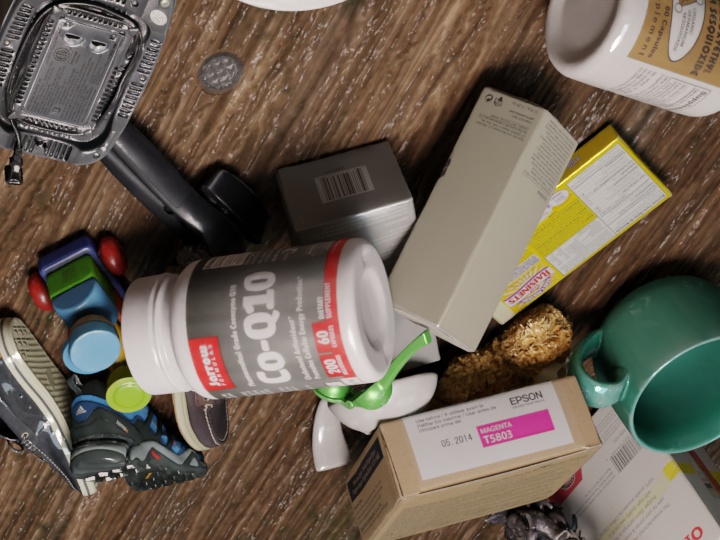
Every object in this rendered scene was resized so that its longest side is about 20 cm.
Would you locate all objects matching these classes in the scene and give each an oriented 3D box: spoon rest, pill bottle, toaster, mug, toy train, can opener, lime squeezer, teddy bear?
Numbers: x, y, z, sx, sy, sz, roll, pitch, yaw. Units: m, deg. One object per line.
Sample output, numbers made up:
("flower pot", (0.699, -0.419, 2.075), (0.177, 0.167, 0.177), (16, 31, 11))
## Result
("spoon rest", (0.001, 0.127, 1.574), (0.099, 0.061, 0.200), (-12, 163, -28))
("pill bottle", (-0.082, 0.042, 1.372), (0.198, 0.115, 0.114), (-8, 136, 18))
("toaster", (-0.213, -0.171, 1.232), (0.113, 0.130, 0.201), (12, 124, -27))
("mug", (0.286, 0.074, 1.623), (0.152, 0.115, 0.185), (-45, 134, 16))
("pill bottle", (0.259, -0.187, 1.396), (0.199, 0.115, 0.115), (13, 124, -29))
("toy train", (-0.199, 0.075, 1.458), (0.084, 0.116, 0.201), (-26, 133, 4))
("can opener", (-0.158, -0.066, 1.401), (0.063, 0.079, 0.200), (-7, 144, 43))
("lime squeezer", (-0.016, 0.087, 1.461), (0.199, 0.038, 0.071), (-2, 131, 39))
("teddy bear", (0.122, 0.115, 1.631), (0.199, 0.067, 0.145), (-28, 144, 4))

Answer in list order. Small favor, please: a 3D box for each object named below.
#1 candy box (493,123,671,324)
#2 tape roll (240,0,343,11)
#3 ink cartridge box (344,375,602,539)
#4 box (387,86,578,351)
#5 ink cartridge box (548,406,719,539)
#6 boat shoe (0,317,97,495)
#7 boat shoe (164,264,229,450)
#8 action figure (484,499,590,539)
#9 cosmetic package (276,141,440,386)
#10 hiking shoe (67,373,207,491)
("candy box", (0.175, -0.039, 1.554), (0.200, 0.027, 0.102), (-38, 135, 14))
("tape roll", (-0.043, -0.288, 1.233), (0.201, 0.071, 0.204), (-10, 131, -12))
("ink cartridge box", (0.100, 0.176, 1.580), (0.198, 0.076, 0.165), (-12, 158, -18))
("box", (0.099, -0.042, 1.425), (0.201, 0.068, 0.082), (-62, 147, -5))
("ink cartridge box", (0.286, 0.238, 1.707), (0.083, 0.201, 0.145), (14, 124, -41))
("boat shoe", (-0.285, 0.124, 1.502), (0.062, 0.075, 0.201), (-21, 129, 7))
("boat shoe", (-0.132, 0.080, 1.511), (0.064, 0.072, 0.201), (1, 127, 9))
("action figure", (0.186, 0.285, 1.662), (0.118, 0.200, 0.103), (11, 105, -43))
("cosmetic package", (0.000, 0.000, 1.487), (0.106, 0.091, 0.201), (-15, 135, -6))
("hiking shoe", (-0.194, 0.146, 1.540), (0.074, 0.087, 0.200), (-14, 163, 15))
